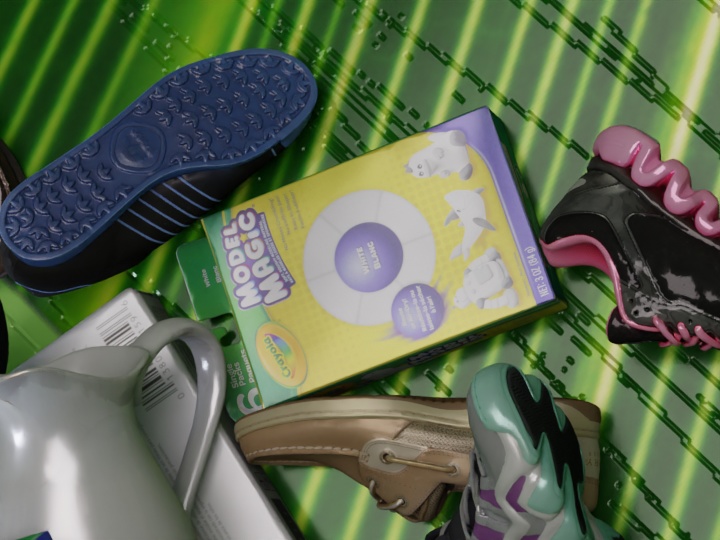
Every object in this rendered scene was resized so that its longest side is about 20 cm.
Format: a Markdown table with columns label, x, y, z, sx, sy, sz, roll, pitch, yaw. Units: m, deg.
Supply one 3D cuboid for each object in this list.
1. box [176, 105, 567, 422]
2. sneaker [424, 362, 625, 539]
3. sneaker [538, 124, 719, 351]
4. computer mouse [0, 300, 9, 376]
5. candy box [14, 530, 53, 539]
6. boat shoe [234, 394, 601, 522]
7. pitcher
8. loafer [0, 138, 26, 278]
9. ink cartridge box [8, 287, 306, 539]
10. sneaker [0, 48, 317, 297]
| label | x | y | z | sx | sy | sz | roll | pitch | yaw |
| --- | --- | --- | --- | --- | --- | --- | --- | --- | --- |
| box | 0.000 | 0.000 | 1.436 | 0.199 | 0.048 | 0.118 | -22 | 78 | 11 |
| sneaker | 0.055 | 0.140 | 1.345 | 0.139 | 0.201 | 0.078 | -16 | 35 | 16 |
| sneaker | 0.176 | 0.016 | 1.370 | 0.200 | 0.079 | 0.095 | 41 | 77 | 22 |
| computer mouse | -0.246 | 0.089 | 1.381 | 0.138 | 0.053 | 0.201 | 6 | 56 | 51 |
| candy box | -0.212 | 0.237 | 1.300 | 0.199 | 0.077 | 0.170 | -19 | 102 | 25 |
| boat shoe | 0.029 | 0.101 | 1.403 | 0.199 | 0.071 | 0.065 | -1 | 82 | 12 |
| pitcher | -0.125 | 0.133 | 1.372 | 0.121 | 0.171 | 0.201 | 1 | 103 | 46 |
| loafer | -0.255 | -0.081 | 1.493 | 0.073 | 0.071 | 0.201 | -34 | 77 | 7 |
| ink cartridge box | -0.139 | 0.140 | 1.452 | 0.173 | 0.044 | 0.201 | -35 | 77 | 7 |
| sneaker | -0.114 | -0.053 | 1.464 | 0.199 | 0.078 | 0.070 | -29 | 74 | -14 |
